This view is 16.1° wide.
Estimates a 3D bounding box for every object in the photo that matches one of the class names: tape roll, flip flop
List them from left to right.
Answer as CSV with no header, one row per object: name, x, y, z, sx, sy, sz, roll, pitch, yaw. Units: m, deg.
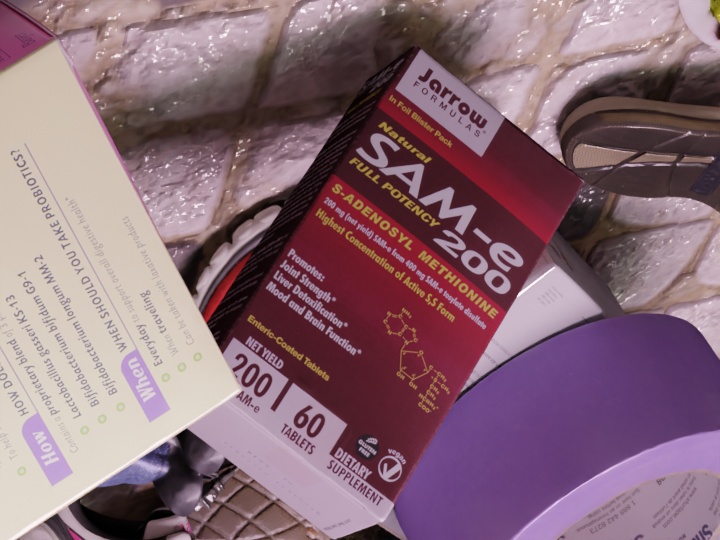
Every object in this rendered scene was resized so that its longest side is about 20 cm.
tape roll,0.124,0.120,1.386,0.199,0.085,0.201,-22,148,-15
flip flop,0.193,-0.068,1.366,0.199,0.058,0.081,10,140,-25

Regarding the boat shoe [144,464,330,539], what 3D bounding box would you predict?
boat shoe,-0.101,0.165,1.473,0.199,0.072,0.068,-30,-176,-12

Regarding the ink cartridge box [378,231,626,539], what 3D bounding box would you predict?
ink cartridge box,0.053,0.054,1.394,0.175,0.084,0.200,-36,148,8

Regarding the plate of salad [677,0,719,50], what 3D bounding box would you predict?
plate of salad,0.249,-0.170,1.257,0.199,0.048,0.201,-19,148,-13

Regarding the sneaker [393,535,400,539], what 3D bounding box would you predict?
sneaker,0.028,0.181,1.593,0.199,0.081,0.147,-23,135,12

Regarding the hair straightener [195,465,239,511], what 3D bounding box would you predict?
hair straightener,-0.074,0.104,1.396,0.199,0.041,0.077,11,113,-45

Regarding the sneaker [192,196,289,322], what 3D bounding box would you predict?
sneaker,0.000,0.000,1.277,0.199,0.085,0.077,-34,148,10

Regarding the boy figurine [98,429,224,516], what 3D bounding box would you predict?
boy figurine,-0.165,0.076,1.251,0.199,0.065,0.125,6,135,-35

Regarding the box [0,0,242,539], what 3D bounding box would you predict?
box,-0.181,0.019,1.046,0.199,0.097,0.177,-33,116,-12

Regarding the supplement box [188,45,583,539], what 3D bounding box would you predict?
supplement box,0.007,0.009,1.172,0.201,0.109,0.061,-58,-167,-25

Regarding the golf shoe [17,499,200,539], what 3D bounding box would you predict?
golf shoe,-0.103,0.181,1.393,0.199,0.073,0.093,30,90,-22
